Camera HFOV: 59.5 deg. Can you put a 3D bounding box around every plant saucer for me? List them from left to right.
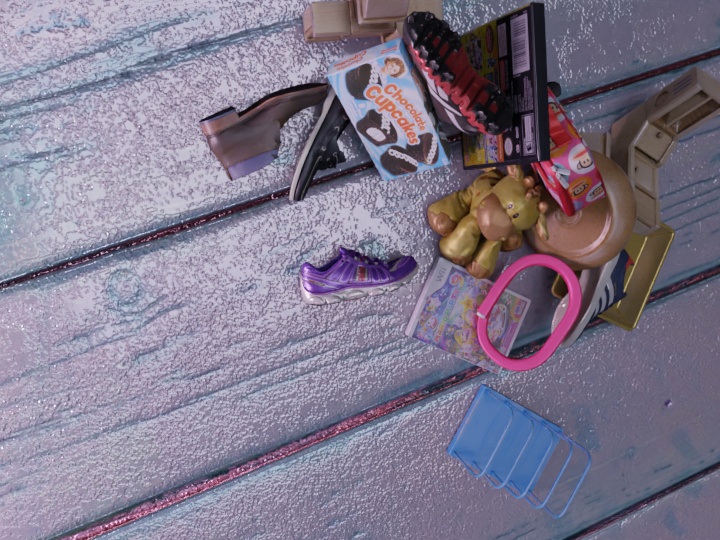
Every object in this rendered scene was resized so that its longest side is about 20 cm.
[{"bbox_3d":[0.345,-0.095,1.032,0.035,0.196,0.206,-24,108,-51],"label":"plant saucer"},{"bbox_3d":[0.447,-0.019,1.139,0.196,0.048,0.204,23,91,-18],"label":"plant saucer"}]

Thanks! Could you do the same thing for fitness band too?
[{"bbox_3d":[0.280,0.069,1.052,0.142,0.037,0.202,35,95,19],"label":"fitness band"}]

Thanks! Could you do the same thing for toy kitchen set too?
[{"bbox_3d":[0.034,-0.303,0.910,0.195,0.163,0.185,-8,101,-14],"label":"toy kitchen set"},{"bbox_3d":[0.461,-0.206,1.010,0.161,0.180,0.204,25,60,-18],"label":"toy kitchen set"}]

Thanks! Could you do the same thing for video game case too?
[{"bbox_3d":[0.190,0.080,1.098,0.196,0.018,0.146,23,92,-18],"label":"video game case"},{"bbox_3d":[0.201,-0.254,0.907,0.025,0.180,0.206,-8,98,-25],"label":"video game case"}]

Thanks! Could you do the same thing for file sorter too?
[{"bbox_3d":[0.282,0.323,1.108,0.197,0.123,0.141,30,91,-18],"label":"file sorter"}]

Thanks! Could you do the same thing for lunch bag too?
[{"bbox_3d":[0.283,-0.195,0.933,0.081,0.203,0.176,-30,150,15],"label":"lunch bag"}]

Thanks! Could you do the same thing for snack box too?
[{"bbox_3d":[0.047,-0.226,0.915,0.114,0.038,0.201,-10,135,26],"label":"snack box"}]

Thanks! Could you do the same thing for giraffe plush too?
[{"bbox_3d":[0.223,-0.091,0.998,0.171,0.162,0.203,32,86,-15],"label":"giraffe plush"}]

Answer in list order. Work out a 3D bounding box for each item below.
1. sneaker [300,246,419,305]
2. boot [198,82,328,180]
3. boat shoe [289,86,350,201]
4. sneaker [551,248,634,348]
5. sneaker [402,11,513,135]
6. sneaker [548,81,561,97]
[{"bbox_3d":[0.000,0.000,1.002,0.195,0.081,0.086,-11,96,-13],"label":"sneaker"},{"bbox_3d":[-0.131,-0.210,0.940,0.195,0.075,0.099,-19,113,-2],"label":"boot"},{"bbox_3d":[-0.047,-0.191,0.959,0.065,0.074,0.203,23,83,-6],"label":"boat shoe"},{"bbox_3d":[0.404,0.051,1.077,0.083,0.075,0.203,27,95,-25],"label":"sneaker"},{"bbox_3d":[0.119,-0.261,0.865,0.200,0.097,0.071,44,73,-18],"label":"sneaker"},{"bbox_3d":[0.233,-0.313,1.026,0.195,0.060,0.107,-17,106,-9],"label":"sneaker"}]
